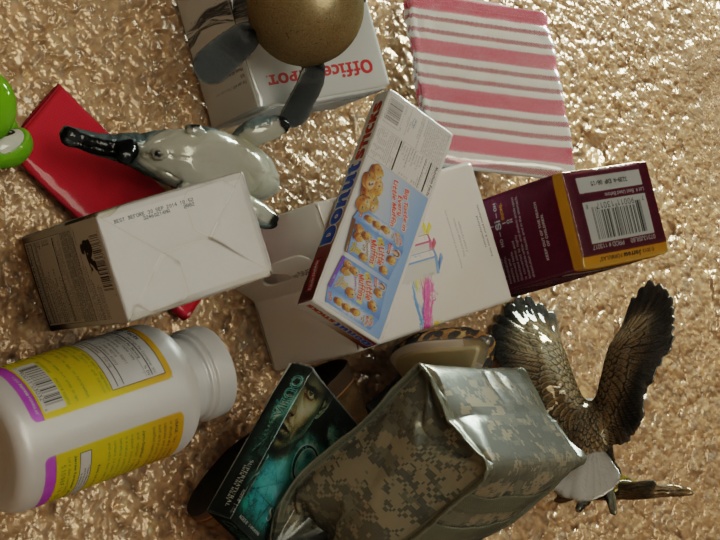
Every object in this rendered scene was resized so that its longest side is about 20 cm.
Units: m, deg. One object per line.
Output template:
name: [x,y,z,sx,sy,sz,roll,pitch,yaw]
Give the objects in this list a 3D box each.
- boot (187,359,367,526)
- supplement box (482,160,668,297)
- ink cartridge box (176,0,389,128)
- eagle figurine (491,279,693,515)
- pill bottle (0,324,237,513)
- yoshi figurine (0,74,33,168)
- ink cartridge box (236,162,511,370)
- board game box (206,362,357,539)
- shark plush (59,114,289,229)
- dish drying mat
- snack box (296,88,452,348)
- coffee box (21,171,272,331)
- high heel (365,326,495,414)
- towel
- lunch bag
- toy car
boot: [-0.058,0.156,1.347,0.200,0.074,0.076,-40,111,-40]
supplement box: [0.156,-0.029,1.468,0.110,0.200,0.086,-9,84,-39]
ink cartridge box: [-0.076,-0.231,1.410,0.146,0.084,0.200,-14,88,-38]
eagle figurine: [0.210,0.117,1.530,0.152,0.151,0.200,-8,95,-28]
pill bottle: [-0.192,0.102,1.231,0.200,0.104,0.104,-17,90,-39]
yoshi figurine: [-0.320,-0.090,1.178,0.200,0.112,0.113,-27,90,-41]
ink cartridge box: [0.000,0.000,1.388,0.200,0.128,0.125,-17,90,-38]
board game box: [-0.037,0.179,1.317,0.135,0.028,0.200,-62,143,-21]
shark plush: [-0.144,-0.074,1.308,0.200,0.083,0.091,-4,91,-38]
dish drying mat: [-0.192,-0.052,1.323,0.200,0.018,0.077,46,55,-19]
snack box: [0.014,-0.043,1.311,0.072,0.024,0.200,34,61,-27]
coffee box: [-0.160,-0.010,1.207,0.113,0.200,0.080,-18,94,-25]
high heel: [0.087,0.061,1.400,0.143,0.200,0.071,-38,89,-35]
towel: [0.115,-0.167,1.517,0.146,0.030,0.200,5,57,-17]
lunch bag: [0.044,0.170,1.268,0.164,0.200,0.118,7,44,-56]
toy car: [-0.045,-0.220,1.321,0.164,0.158,0.200,26,95,-25]
